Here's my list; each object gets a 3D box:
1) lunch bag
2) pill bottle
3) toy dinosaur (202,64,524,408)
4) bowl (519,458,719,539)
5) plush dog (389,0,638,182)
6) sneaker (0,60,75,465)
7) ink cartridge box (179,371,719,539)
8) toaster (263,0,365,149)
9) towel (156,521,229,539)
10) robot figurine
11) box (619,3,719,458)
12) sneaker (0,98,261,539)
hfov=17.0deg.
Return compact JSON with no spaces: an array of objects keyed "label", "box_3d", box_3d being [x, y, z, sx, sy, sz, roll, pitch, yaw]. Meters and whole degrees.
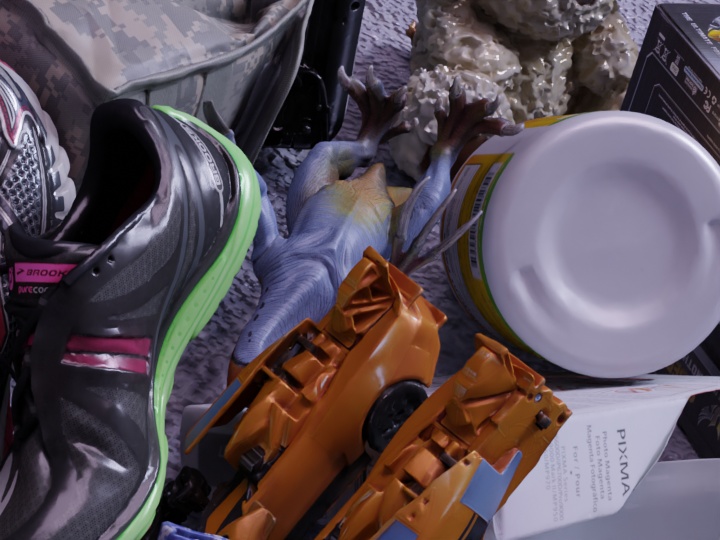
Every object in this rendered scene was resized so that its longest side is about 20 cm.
[{"label":"lunch bag","box_3d":[-0.105,-0.063,1.042,0.118,0.164,0.200,42,34,16]},{"label":"pill bottle","box_3d":[0.095,-0.015,1.088,0.110,0.112,0.200,16,1,-7]},{"label":"toy dinosaur","box_3d":[0.000,0.000,0.991,0.104,0.200,0.182,17,62,20]},{"label":"bowl","box_3d":[0.107,0.144,0.889,0.199,0.091,0.201,-9,12,2]},{"label":"plush dog","box_3d":[0.092,-0.150,1.296,0.199,0.173,0.161,-2,37,-31]},{"label":"sneaker","box_3d":[-0.154,0.011,0.887,0.080,0.075,0.202,-1,74,10]},{"label":"ink cartridge box","box_3d":[0.051,0.072,0.984,0.162,0.058,0.199,0,-1,40]},{"label":"toaster","box_3d":[-0.081,-0.159,1.213,0.179,0.201,0.119,9,29,-3]},{"label":"towel","box_3d":[0.011,0.162,0.786,0.198,0.146,0.024,15,27,-9]},{"label":"robot figurine","box_3d":[-0.027,0.094,0.847,0.145,0.200,0.058,36,-8,44]},{"label":"box","box_3d":[0.179,-0.009,1.138,0.048,0.159,0.200,-2,36,-24]},{"label":"sneaker","box_3d":[-0.103,0.027,0.855,0.084,0.076,0.201,39,56,-38]}]
